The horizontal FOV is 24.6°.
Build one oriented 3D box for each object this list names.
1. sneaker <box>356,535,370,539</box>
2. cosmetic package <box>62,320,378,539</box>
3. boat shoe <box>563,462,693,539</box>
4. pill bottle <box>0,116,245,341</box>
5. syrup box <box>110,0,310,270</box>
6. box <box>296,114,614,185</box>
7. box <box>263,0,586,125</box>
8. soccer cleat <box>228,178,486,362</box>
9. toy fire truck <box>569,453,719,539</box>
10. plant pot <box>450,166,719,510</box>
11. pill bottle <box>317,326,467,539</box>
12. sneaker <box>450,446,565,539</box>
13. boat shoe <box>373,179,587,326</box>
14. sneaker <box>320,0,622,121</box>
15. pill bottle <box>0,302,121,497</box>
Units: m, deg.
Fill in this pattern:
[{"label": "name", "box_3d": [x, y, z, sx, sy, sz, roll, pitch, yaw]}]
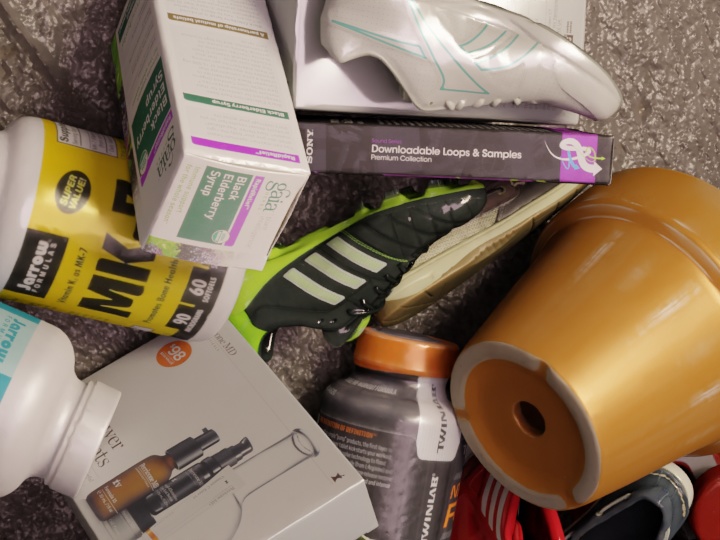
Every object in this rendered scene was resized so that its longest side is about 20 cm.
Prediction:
[{"label": "sneaker", "box_3d": [-0.020, 0.190, 1.032, 0.199, 0.089, 0.077, 26, 89, 2]}, {"label": "cosmetic package", "box_3d": [-0.105, 0.124, 1.030, 0.150, 0.200, 0.052, -29, 134, -17]}, {"label": "boat shoe", "box_3d": [0.164, 0.218, 1.172, 0.075, 0.062, 0.200, 43, 118, 8]}, {"label": "pill bottle", "box_3d": [-0.177, -0.030, 1.028, 0.199, 0.114, 0.115, 14, 92, -22]}, {"label": "syrup box", "box_3d": [-0.095, -0.100, 1.001, 0.081, 0.200, 0.079, 10, 131, -23]}, {"label": "box", "box_3d": [0.053, -0.078, 1.064, 0.199, 0.143, 0.036, 4, 97, -2]}, {"label": "box", "box_3d": [0.031, -0.150, 1.086, 0.199, 0.124, 0.098, 1, 96, -22]}, {"label": "soccer cleat", "box_3d": [0.000, 0.000, 1.086, 0.199, 0.067, 0.081, -23, 89, 19]}, {"label": "toy fire truck", "box_3d": [0.235, 0.215, 1.229, 0.167, 0.112, 0.201, -27, 105, 3]}, {"label": "plant pot", "box_3d": [0.165, 0.059, 1.096, 0.183, 0.200, 0.201, -34, 108, -36]}, {"label": "pill bottle", "box_3d": [0.016, 0.141, 1.127, 0.106, 0.106, 0.201, 9, 94, -22]}, {"label": "sneaker", "box_3d": [0.079, 0.226, 1.156, 0.078, 0.115, 0.201, 10, 93, -22]}, {"label": "boat shoe", "box_3d": [0.079, -0.039, 1.147, 0.201, 0.072, 0.066, -34, 82, -17]}, {"label": "sneaker", "box_3d": [0.065, -0.129, 1.005, 0.200, 0.070, 0.080, 23, 97, -16]}, {"label": "pill bottle", "box_3d": [-0.246, 0.064, 0.975, 0.199, 0.111, 0.111, 24, 88, -8]}]
